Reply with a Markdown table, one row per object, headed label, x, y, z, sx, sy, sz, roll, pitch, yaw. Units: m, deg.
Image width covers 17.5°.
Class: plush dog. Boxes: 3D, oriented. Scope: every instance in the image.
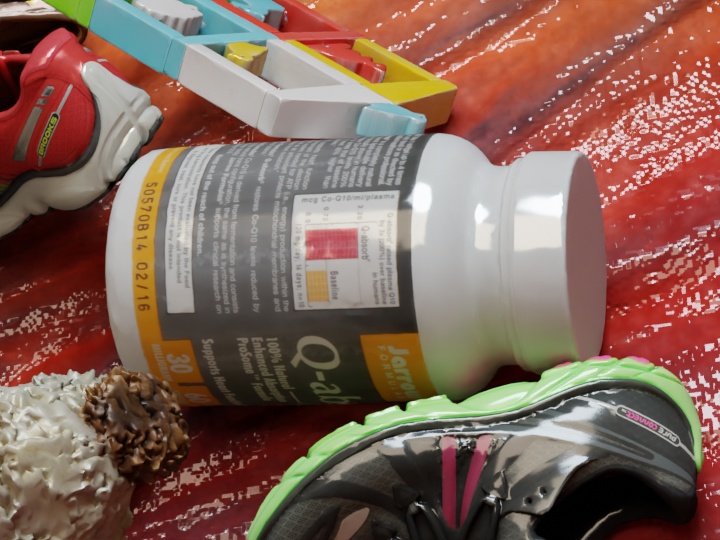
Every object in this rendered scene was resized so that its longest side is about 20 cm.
| label | x | y | z | sx | sy | sz | roll | pitch | yaw |
| --- | --- | --- | --- | --- | --- | --- | --- | --- | --- |
| plush dog | -0.154 | 0.109 | 0.939 | 0.200 | 0.172 | 0.161 | -18 | 64 | -23 |

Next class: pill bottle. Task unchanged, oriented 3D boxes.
| label | x | y | z | sx | sy | sz | roll | pitch | yaw |
| --- | --- | --- | --- | --- | --- | --- | --- | --- | --- |
| pill bottle | 0.000 | 0.000 | 1.010 | 0.200 | 0.116 | 0.117 | -2 | 56 | 17 |

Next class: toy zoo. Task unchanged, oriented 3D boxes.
| label | x | y | z | sx | sy | sz | roll | pitch | yaw |
| --- | --- | --- | --- | --- | --- | --- | --- | --- | --- |
| toy zoo | -0.045 | -0.103 | 1.100 | 0.200 | 0.131 | 0.020 | 32 | 114 | 31 |

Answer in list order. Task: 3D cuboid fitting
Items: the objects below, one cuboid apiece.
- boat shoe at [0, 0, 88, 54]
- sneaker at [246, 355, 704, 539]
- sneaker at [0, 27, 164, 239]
| label | x | y | z | sx | sy | sz | roll | pitch | yaw |
| --- | --- | --- | --- | --- | --- | --- | --- | --- | --- |
| boat shoe | -0.229 | -0.104 | 1.180 | 0.200 | 0.072 | 0.068 | -27 | 51 | -5 |
| sneaker | 0.045 | 0.098 | 0.955 | 0.200 | 0.077 | 0.084 | -20 | 54 | 7 |
| sneaker | -0.166 | -0.070 | 1.091 | 0.200 | 0.085 | 0.077 | -17 | 31 | 52 |
